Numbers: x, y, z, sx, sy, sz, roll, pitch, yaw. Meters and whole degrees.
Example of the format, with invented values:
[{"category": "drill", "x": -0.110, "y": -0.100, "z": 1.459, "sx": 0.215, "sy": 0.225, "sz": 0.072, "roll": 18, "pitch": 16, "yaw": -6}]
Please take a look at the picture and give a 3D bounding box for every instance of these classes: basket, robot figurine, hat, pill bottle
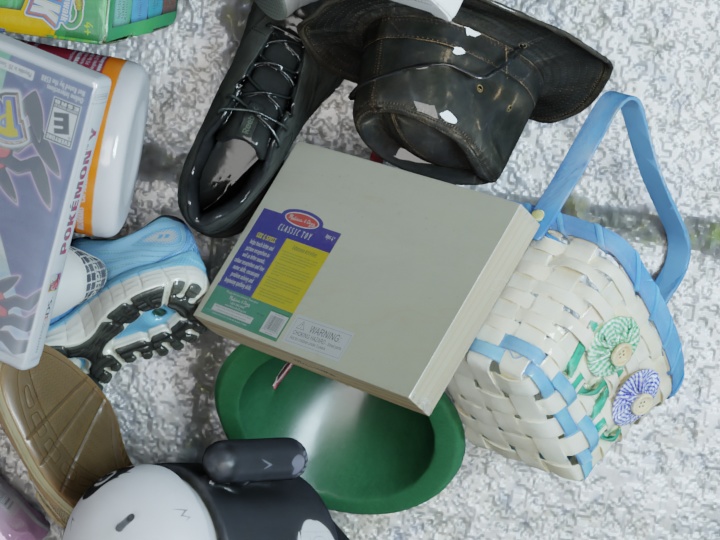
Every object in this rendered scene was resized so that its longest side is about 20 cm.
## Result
[{"category": "basket", "x": 0.135, "y": 0.015, "z": 1.392, "sx": 0.138, "sy": 0.177, "sz": 0.201, "roll": 14, "pitch": 62, "yaw": 33}, {"category": "robot figurine", "x": -0.094, "y": 0.180, "z": 1.420, "sx": 0.124, "sy": 0.199, "sz": 0.152, "roll": -5, "pitch": 82, "yaw": 43}, {"category": "hat", "x": 0.012, "y": 0.033, "z": 1.493, "sx": 0.165, "sy": 0.177, "sz": 0.200, "roll": 29, "pitch": 137, "yaw": -8}, {"category": "pill bottle", "x": -0.239, "y": -0.092, "z": 1.432, "sx": 0.198, "sy": 0.113, "sz": 0.114, "roll": 10, "pitch": 98, "yaw": 0}, {"category": "hat", "x": 0.054, "y": -0.099, "z": 1.375, "sx": 0.199, "sy": 0.201, "sz": 0.082, "roll": 8, "pitch": 73, "yaw": 0}]

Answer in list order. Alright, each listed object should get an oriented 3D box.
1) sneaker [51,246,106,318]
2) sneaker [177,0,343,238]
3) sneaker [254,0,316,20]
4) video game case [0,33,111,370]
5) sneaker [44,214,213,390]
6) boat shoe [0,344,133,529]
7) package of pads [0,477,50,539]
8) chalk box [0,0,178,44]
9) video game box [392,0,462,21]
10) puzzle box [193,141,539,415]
[{"category": "sneaker", "x": -0.251, "y": -0.004, "z": 1.444, "sx": 0.199, "sy": 0.080, "sz": 0.077, "roll": 17, "pitch": 112, "yaw": 38}, {"category": "sneaker", "x": -0.057, "y": -0.109, "z": 1.438, "sx": 0.075, "sy": 0.091, "sz": 0.201, "roll": 23, "pitch": 97, "yaw": 0}, {"category": "sneaker", "x": -0.061, "y": -0.254, "z": 1.422, "sx": 0.080, "sy": 0.070, "sz": 0.201, "roll": -23, "pitch": 79, "yaw": -16}, {"category": "video game case", "x": -0.256, "y": -0.061, "z": 1.353, "sx": 0.199, "sy": 0.023, "sz": 0.184, "roll": 22, "pitch": 107, "yaw": 17}, {"category": "sneaker", "x": -0.181, "y": 0.028, "z": 1.477, "sx": 0.199, "sy": 0.090, "sz": 0.078, "roll": -24, "pitch": 137, "yaw": 18}, {"category": "boat shoe", "x": -0.185, "y": 0.129, "z": 1.459, "sx": 0.064, "sy": 0.071, "sz": 0.201, "roll": -3, "pitch": 128, "yaw": 43}, {"category": "package of pads", "x": -0.312, "y": 0.147, "z": 1.488, "sx": 0.200, "sy": 0.076, "sz": 0.121, "roll": 43, "pitch": 98, "yaw": -5}, {"category": "chalk box", "x": -0.179, "y": -0.209, "z": 1.384, "sx": 0.198, "sy": 0.124, "sz": 0.126, "roll": 8, "pitch": 103, "yaw": 15}, {"category": "video game box", "x": 0.013, "y": -0.261, "z": 1.309, "sx": 0.181, "sy": 0.047, "sz": 0.201, "roll": 20, "pitch": 84, "yaw": 31}, {"category": "puzzle box", "x": 0.000, "y": 0.000, "z": 1.365, "sx": 0.025, "sy": 0.199, "sz": 0.134, "roll": 42, "pitch": 74, "yaw": -43}]
